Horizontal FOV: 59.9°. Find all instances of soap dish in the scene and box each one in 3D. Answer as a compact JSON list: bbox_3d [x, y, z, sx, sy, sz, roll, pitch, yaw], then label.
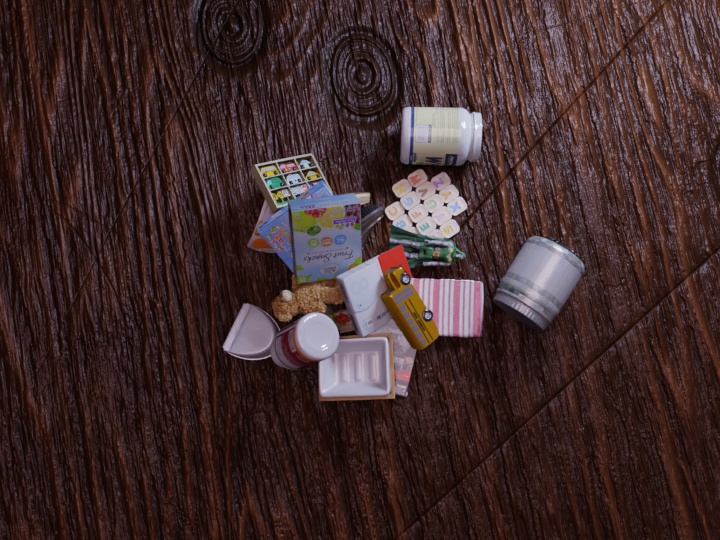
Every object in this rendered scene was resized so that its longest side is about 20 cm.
[{"bbox_3d":[-0.007,0.242,1.556,0.199,0.081,0.158,-6,79,18],"label":"soap dish"}]

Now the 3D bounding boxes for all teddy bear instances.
[{"bbox_3d":[-0.126,0.058,1.554,0.199,0.067,0.146,-5,56,0],"label":"teddy bear"}]

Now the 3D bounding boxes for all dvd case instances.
[{"bbox_3d":[0.072,0.209,1.610,0.145,0.022,0.201,13,86,4],"label":"dvd case"}]

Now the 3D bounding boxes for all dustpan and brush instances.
[{"bbox_3d":[-0.235,0.185,1.617,0.199,0.057,0.140,21,75,11],"label":"dustpan and brush"}]

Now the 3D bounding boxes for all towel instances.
[{"bbox_3d":[0.216,0.095,1.601,0.199,0.030,0.147,3,86,-4],"label":"towel"}]

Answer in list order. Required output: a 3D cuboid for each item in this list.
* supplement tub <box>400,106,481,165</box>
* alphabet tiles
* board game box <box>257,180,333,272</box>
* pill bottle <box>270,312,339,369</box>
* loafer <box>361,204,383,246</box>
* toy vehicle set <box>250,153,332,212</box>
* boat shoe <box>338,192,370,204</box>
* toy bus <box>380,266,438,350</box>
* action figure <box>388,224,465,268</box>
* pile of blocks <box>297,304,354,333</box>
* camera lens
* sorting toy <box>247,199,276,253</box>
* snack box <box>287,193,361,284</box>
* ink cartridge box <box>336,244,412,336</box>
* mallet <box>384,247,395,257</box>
[{"bbox_3d":[0.203,-0.343,1.599,0.199,0.145,0.146,2,84,3],"label":"supplement tub"},{"bbox_3d":[0.172,-0.163,1.647,0.195,0.015,0.201,-32,84,-1],"label":"alphabet tiles"},{"bbox_3d":[-0.132,-0.106,1.550,0.200,0.037,0.151,-34,121,7],"label":"board game box"},{"bbox_3d":[-0.143,0.178,1.512,0.112,0.200,0.114,10,69,-27],"label":"pill bottle"},{"bbox_3d":[-0.015,-0.093,1.630,0.200,0.073,0.071,-40,116,-2],"label":"loafer"},{"bbox_3d":[-0.173,-0.226,1.598,0.200,0.026,0.125,-23,82,-45],"label":"toy vehicle set"},{"bbox_3d":[-0.063,-0.155,1.619,0.199,0.074,0.070,-17,104,-21],"label":"boat shoe"},{"bbox_3d":[0.114,0.090,1.528,0.078,0.065,0.201,-36,101,-16],"label":"toy bus"},{"bbox_3d":[0.172,-0.049,1.609,0.199,0.055,0.119,6,107,4],"label":"action figure"},{"bbox_3d":[-0.108,0.121,1.596,0.199,0.062,0.083,12,98,12],"label":"pile of blocks"},{"bbox_3d":[0.440,0.028,1.541,0.160,0.160,0.200,33,86,6],"label":"camera lens"},{"bbox_3d":[-0.176,-0.130,1.633,0.179,0.107,0.201,19,85,-15],"label":"sorting toy"},{"bbox_3d":[-0.084,-0.076,1.517,0.168,0.068,0.201,-9,124,-11],"label":"snack box"},{"bbox_3d":[0.054,0.049,1.554,0.199,0.047,0.161,-26,110,-20],"label":"ink cartridge box"},{"bbox_3d":[0.000,0.000,1.608,0.200,0.041,0.066,-44,79,10],"label":"mallet"}]
